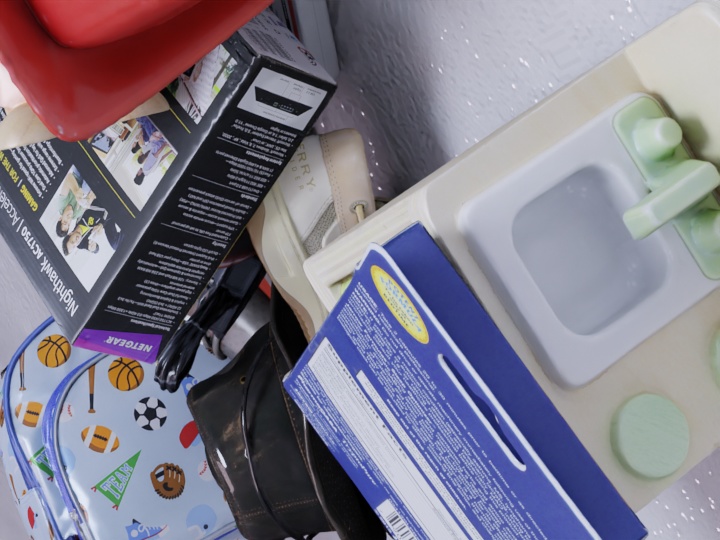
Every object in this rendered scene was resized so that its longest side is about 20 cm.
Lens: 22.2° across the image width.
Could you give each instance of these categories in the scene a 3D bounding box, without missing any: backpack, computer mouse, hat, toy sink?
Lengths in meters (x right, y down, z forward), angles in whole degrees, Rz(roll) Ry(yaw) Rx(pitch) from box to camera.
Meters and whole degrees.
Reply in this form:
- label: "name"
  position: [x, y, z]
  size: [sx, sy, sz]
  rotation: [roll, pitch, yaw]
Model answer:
- label: "backpack"
  position: [-0.137, 0.106, 1.139]
  size: [0.191, 0.199, 0.154]
  rotation: [59, 154, 11]
- label: "computer mouse"
  position: [-0.079, 0.014, 0.938]
  size: [0.034, 0.059, 0.200]
  rotation: [31, -164, 0]
- label: "hat"
  position: [-0.043, 0.081, 0.929]
  size: [0.201, 0.080, 0.202]
  rotation: [-18, -90, -82]
- label: "toy sink"
  position: [0.078, 0.008, 0.651]
  size: [0.131, 0.112, 0.200]
  rotation: [57, 157, -3]

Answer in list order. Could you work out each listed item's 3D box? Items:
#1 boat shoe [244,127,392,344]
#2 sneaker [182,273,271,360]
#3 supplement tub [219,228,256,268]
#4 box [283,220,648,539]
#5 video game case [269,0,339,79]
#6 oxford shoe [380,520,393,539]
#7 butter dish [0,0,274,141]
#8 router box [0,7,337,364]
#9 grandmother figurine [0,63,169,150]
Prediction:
- label: "boat shoe"
  position: [0.000, 0.000, 0.850]
  size: [0.200, 0.065, 0.072]
  rotation: [62, -170, -57]
- label: "sneaker"
  position: [-0.103, 0.017, 1.071]
  size: [0.200, 0.082, 0.077]
  rotation: [48, 156, 20]
- label: "supplement tub"
  position: [-0.116, -0.065, 0.959]
  size: [0.200, 0.107, 0.107]
  rotation: [17, 135, 59]
- label: "box"
  position: [0.032, 0.057, 0.621]
  size: [0.121, 0.032, 0.200]
  rotation: [54, 164, 7]
- label: "video game case"
  position: [-0.086, -0.183, 0.853]
  size: [0.200, 0.017, 0.144]
  rotation: [37, 151, 39]
- label: "oxford shoe"
  position: [0.034, 0.101, 0.903]
  size: [0.073, 0.084, 0.200]
  rotation: [45, 158, 16]
- label: "butter dish"
  position: [-0.055, -0.178, 0.628]
  size: [0.147, 0.200, 0.200]
  rotation: [-9, 115, 41]
- label: "router box"
  position: [-0.112, -0.081, 0.801]
  size: [0.051, 0.149, 0.200]
  rotation: [16, -153, -46]
- label: "grandmother figurine"
  position: [-0.123, -0.154, 0.699]
  size: [0.060, 0.121, 0.201]
  rotation: [0, 105, 54]
